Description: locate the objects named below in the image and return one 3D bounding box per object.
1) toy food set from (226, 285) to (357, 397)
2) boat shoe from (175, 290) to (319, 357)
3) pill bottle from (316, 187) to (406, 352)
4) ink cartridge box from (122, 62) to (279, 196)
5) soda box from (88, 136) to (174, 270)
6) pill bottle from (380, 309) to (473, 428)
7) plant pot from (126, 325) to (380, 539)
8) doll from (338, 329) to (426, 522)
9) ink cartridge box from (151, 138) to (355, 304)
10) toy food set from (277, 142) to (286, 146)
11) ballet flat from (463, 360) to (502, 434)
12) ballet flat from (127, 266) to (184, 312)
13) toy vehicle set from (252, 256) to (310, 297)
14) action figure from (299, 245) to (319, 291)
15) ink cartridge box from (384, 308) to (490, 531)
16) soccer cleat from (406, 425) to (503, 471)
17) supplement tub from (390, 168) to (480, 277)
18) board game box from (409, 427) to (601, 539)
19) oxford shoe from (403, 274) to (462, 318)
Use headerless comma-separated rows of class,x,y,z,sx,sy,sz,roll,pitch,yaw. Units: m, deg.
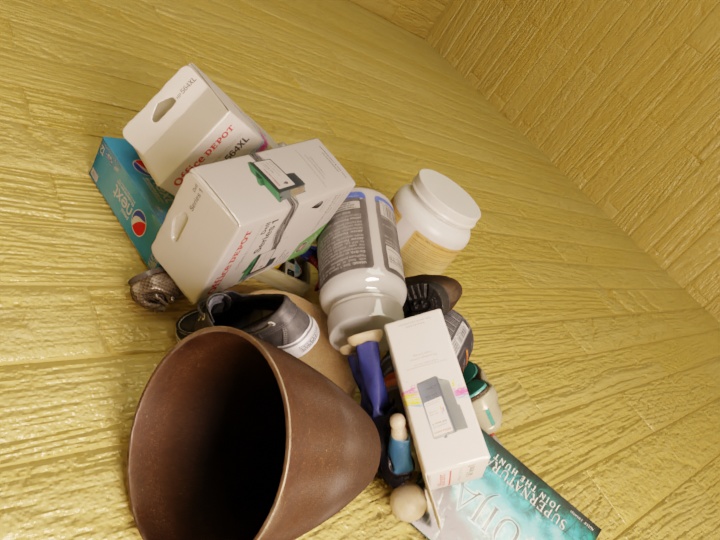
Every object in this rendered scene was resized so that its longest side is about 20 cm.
toy food set,-0.091,0.101,0.705,0.199,0.049,0.199,25,32,-22
boat shoe,-0.133,0.050,0.595,0.070,0.199,0.066,-56,130,-33
pill bottle,0.000,0.000,0.757,0.113,0.114,0.201,19,48,-29
ink cartridge box,-0.193,-0.155,0.759,0.125,0.129,0.200,50,8,33
soda box,-0.275,-0.086,0.756,0.068,0.064,0.200,-7,52,-52
pill bottle,0.086,0.132,0.794,0.106,0.106,0.200,40,30,5
plant pot,-0.071,0.162,0.532,0.200,0.187,0.187,24,28,-51
doll,0.025,0.170,0.631,0.048,0.137,0.201,-9,71,-19
ink cartridge box,-0.121,-0.062,0.674,0.084,0.146,0.200,49,40,9
toy food set,-0.112,-0.170,1.017,0.199,0.061,0.144,29,22,6
ballet flat,0.161,0.179,0.811,0.069,0.070,0.200,38,5,2
ballet flat,-0.189,0.012,0.716,0.199,0.067,0.047,-16,78,-52
toy vehicle set,-0.137,-0.052,0.894,0.124,0.027,0.201,24,32,-22
action figure,-0.106,-0.055,0.852,0.201,0.052,0.065,54,28,15
ink cartridge box,0.084,0.159,0.612,0.067,0.117,0.201,-15,62,0
soccer cleat,0.117,0.238,0.720,0.199,0.069,0.078,17,43,-34
supplement tub,0.092,-0.052,0.966,0.144,0.200,0.145,27,31,-18
board game box,0.155,0.282,0.652,0.200,0.028,0.135,39,70,5
oxford shoe,0.062,0.043,0.835,0.084,0.199,0.073,-23,105,-44
